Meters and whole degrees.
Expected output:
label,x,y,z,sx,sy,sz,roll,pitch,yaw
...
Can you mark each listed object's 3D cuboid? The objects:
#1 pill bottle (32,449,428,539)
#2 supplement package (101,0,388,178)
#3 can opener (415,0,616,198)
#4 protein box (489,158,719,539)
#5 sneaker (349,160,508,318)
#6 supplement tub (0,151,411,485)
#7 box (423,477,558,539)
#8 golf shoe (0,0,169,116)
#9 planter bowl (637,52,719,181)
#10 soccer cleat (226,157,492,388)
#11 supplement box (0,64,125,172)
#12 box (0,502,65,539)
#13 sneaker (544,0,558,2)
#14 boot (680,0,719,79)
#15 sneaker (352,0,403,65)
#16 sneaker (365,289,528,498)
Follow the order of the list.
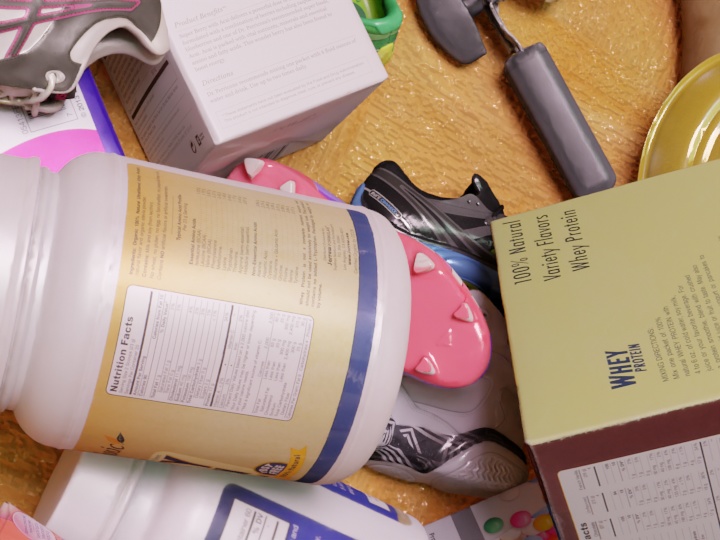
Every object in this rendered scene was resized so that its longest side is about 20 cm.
label,x,y,z,sx,sy,sz,roll,pitch,yaw
pill bottle,-0.073,0.153,0.708,0.199,0.120,0.120,28,67,-14
supplement package,-0.094,-0.166,0.781,0.121,0.120,0.201,-24,87,-25
can opener,0.110,-0.133,0.908,0.066,0.053,0.200,-33,89,8
protein box,0.192,0.053,0.717,0.199,0.199,0.135,-15,125,10
sneaker,0.087,-0.018,0.848,0.199,0.071,0.083,21,71,-16
supplement tub,-0.090,0.022,0.634,0.199,0.144,0.145,11,72,-17
box,0.125,0.182,0.734,0.199,0.156,0.041,-22,125,-1
golf shoe,-0.186,-0.114,0.644,0.200,0.077,0.088,-32,96,-26
planter bowl,0.301,-0.058,0.907,0.199,0.083,0.201,-3,99,-22
soccer cleat,0.000,0.000,0.764,0.200,0.076,0.067,35,91,19
supplement box,-0.245,-0.058,0.699,0.199,0.103,0.102,-20,85,-28
box,-0.190,0.228,0.606,0.102,0.095,0.200,37,97,-11
sneaker,0.088,-0.276,0.894,0.200,0.090,0.075,29,30,-20
boot,0.212,-0.237,0.967,0.200,0.066,0.176,30,58,-13
sneaker,-0.025,-0.229,0.848,0.074,0.084,0.201,-30,89,-26
sneaker,0.022,0.064,0.800,0.199,0.075,0.115,21,68,-22
